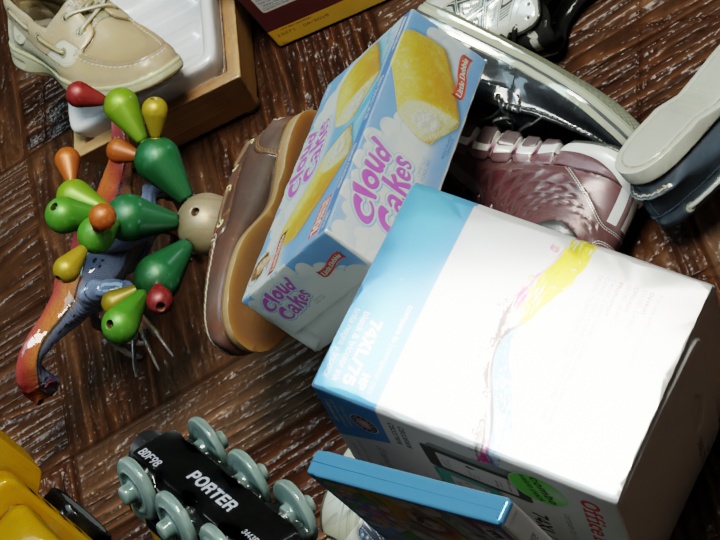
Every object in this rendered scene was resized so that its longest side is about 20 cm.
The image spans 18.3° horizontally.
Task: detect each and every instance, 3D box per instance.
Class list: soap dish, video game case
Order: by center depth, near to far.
[{"bbox_3d":[0.075,0.168,1.286,0.143,0.200,0.018,10,65,41],"label":"video game case"},{"bbox_3d":[-0.159,-0.186,1.812,0.157,0.081,0.201,-25,47,20],"label":"soap dish"}]

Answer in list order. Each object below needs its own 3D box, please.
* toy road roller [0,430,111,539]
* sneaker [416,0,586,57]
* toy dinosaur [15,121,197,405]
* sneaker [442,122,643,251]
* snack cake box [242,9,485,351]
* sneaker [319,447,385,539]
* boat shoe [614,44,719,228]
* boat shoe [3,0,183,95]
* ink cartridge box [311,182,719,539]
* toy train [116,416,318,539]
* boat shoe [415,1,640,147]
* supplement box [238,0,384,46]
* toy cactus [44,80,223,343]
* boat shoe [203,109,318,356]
[{"bbox_3d":[-0.257,0.187,1.528,0.123,0.200,0.146,-49,21,-5],"label":"toy road roller"},{"bbox_3d":[0.098,-0.173,1.612,0.200,0.076,0.088,-50,43,-3],"label":"sneaker"},{"bbox_3d":[-0.201,0.008,1.657,0.181,0.105,0.200,-32,75,-26],"label":"toy dinosaur"},{"bbox_3d":[0.093,-0.032,1.515,0.199,0.076,0.116,6,66,39],"label":"sneaker"},{"bbox_3d":[0.003,-0.060,1.473,0.115,0.067,0.201,-36,27,49],"label":"snack cake box"},{"bbox_3d":[0.049,0.102,1.460,0.085,0.077,0.201,9,72,30],"label":"sneaker"},{"bbox_3d":[0.255,-0.108,1.453,0.200,0.062,0.075,-44,27,-11],"label":"boat shoe"},{"bbox_3d":[-0.214,-0.183,1.731,0.072,0.065,0.199,-32,33,-29],"label":"boat shoe"},{"bbox_3d":[0.103,0.068,1.337,0.199,0.147,0.147,19,70,23],"label":"ink cartridge box"},{"bbox_3d":[-0.088,0.178,1.466,0.085,0.115,0.200,-29,35,-25],"label":"toy train"},{"bbox_3d":[0.113,-0.118,1.543,0.199,0.075,0.063,30,99,21],"label":"boat shoe"},{"bbox_3d":[-0.062,-0.329,1.758,0.132,0.200,0.198,-20,49,23],"label":"supplement box"},{"bbox_3d":[-0.142,-0.044,1.595,0.102,0.164,0.201,121,148,-48],"label":"toy cactus"},{"bbox_3d":[-0.070,-0.021,1.554,0.070,0.070,0.201,-16,41,39],"label":"boat shoe"}]
